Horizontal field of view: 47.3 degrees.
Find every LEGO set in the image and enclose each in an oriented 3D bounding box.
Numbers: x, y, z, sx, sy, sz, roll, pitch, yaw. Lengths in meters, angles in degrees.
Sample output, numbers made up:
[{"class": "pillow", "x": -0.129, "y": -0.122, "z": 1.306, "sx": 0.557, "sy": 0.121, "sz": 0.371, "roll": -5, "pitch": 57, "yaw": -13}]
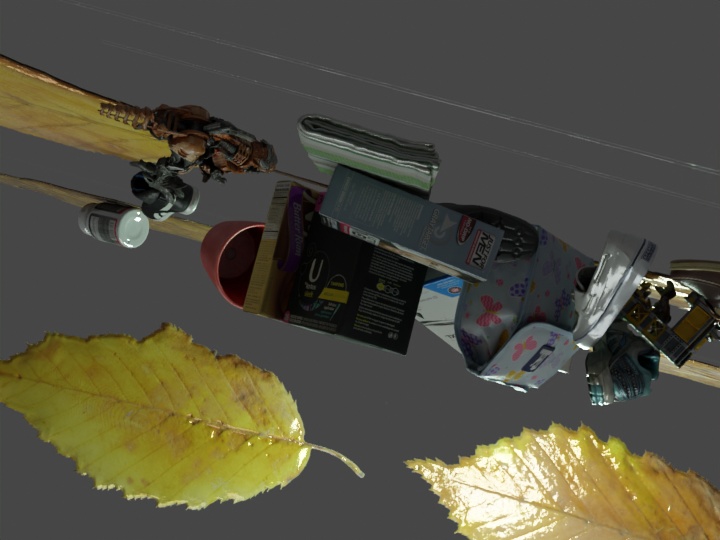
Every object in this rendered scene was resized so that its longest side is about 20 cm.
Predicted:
[{"class": "LEGO set", "x": 0.418, "y": 0.046, "z": 1.096, "sx": 0.154, "sy": 0.116, "sz": 0.199, "roll": 48, "pitch": -169, "yaw": 35}]

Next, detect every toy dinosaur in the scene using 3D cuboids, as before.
[{"class": "toy dinosaur", "x": -0.194, "y": -0.153, "z": 0.933, "sx": 0.200, "sy": 0.103, "sz": 0.135, "roll": 39, "pitch": 148, "yaw": -27}]

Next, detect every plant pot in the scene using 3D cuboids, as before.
[{"class": "plant pot", "x": -0.267, "y": -0.026, "z": 1.859, "sx": 0.199, "sy": 0.203, "sz": 0.177, "roll": 19, "pitch": -178, "yaw": -34}]

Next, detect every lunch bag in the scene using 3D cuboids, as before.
[{"class": "lunch bag", "x": 0.217, "y": 0.054, "z": 1.090, "sx": 0.126, "sy": 0.202, "sz": 0.169, "roll": 11, "pitch": 172, "yaw": 42}]

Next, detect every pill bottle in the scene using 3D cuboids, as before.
[{"class": "pill bottle", "x": -0.718, "y": -0.136, "z": 2.384, "sx": 0.198, "sy": 0.115, "sz": 0.114, "roll": 13, "pitch": 174, "yaw": 35}]

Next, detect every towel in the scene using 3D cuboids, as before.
[{"class": "towel", "x": 0.012, "y": -0.120, "z": 0.887, "sx": 0.147, "sy": 0.031, "sz": 0.200, "roll": 18, "pitch": 177, "yaw": 4}]

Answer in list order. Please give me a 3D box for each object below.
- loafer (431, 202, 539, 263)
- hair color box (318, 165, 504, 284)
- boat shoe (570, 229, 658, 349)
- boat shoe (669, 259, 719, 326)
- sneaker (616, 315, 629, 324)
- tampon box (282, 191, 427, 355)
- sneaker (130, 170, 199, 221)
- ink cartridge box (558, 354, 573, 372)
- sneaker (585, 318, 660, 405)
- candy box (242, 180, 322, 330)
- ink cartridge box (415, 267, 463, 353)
[{"class": "loafer", "x": 0.126, "y": -0.053, "z": 1.030, "sx": 0.198, "sy": 0.069, "sz": 0.070, "roll": 10, "pitch": -166, "yaw": 18}, {"class": "hair color box", "x": 0.055, "y": -0.049, "z": 0.937, "sx": 0.198, "sy": 0.061, "sz": 0.099, "roll": 21, "pitch": 177, "yaw": 1}, {"class": "boat shoe", "x": 0.289, "y": 0.020, "z": 0.992, "sx": 0.065, "sy": 0.074, "sz": 0.201, "roll": 28, "pitch": 141, "yaw": 11}, {"class": "boat shoe", "x": 0.443, "y": 0.040, "z": 0.953, "sx": 0.198, "sy": 0.073, "sz": 0.072, "roll": 18, "pitch": 174, "yaw": -18}, {"class": "sneaker", "x": 0.325, "y": 0.020, "z": 1.228, "sx": 0.198, "sy": 0.078, "sz": 0.080, "roll": 21, "pitch": -166, "yaw": 1}, {"class": "tampon box", "x": 0.000, "y": 0.000, "z": 1.171, "sx": 0.125, "sy": 0.203, "sz": 0.149, "roll": 19, "pitch": 172, "yaw": -34}, {"class": "sneaker", "x": -0.399, "y": -0.150, "z": 1.574, "sx": 0.111, "sy": 0.074, "sz": 0.199, "roll": 24, "pitch": 163, "yaw": -36}, {"class": "ink cartridge box", "x": 0.283, "y": 0.087, "z": 1.512, "sx": 0.199, "sy": 0.148, "sz": 0.146, "roll": 11, "pitch": 172, "yaw": 46}, {"class": "sneaker", "x": 0.346, "y": 0.119, "z": 1.067, "sx": 0.085, "sy": 0.079, "sz": 0.200, "roll": -4, "pitch": -162, "yaw": 22}, {"class": "candy box", "x": -0.092, "y": -0.020, "z": 1.230, "sx": 0.116, "sy": 0.203, "sz": 0.056, "roll": 19, "pitch": 173, "yaw": -34}, {"class": "ink cartridge box", "x": 0.159, "y": 0.038, "z": 1.259, "sx": 0.145, "sy": 0.085, "sz": 0.199, "roll": -19, "pitch": 136, "yaw": 39}]
